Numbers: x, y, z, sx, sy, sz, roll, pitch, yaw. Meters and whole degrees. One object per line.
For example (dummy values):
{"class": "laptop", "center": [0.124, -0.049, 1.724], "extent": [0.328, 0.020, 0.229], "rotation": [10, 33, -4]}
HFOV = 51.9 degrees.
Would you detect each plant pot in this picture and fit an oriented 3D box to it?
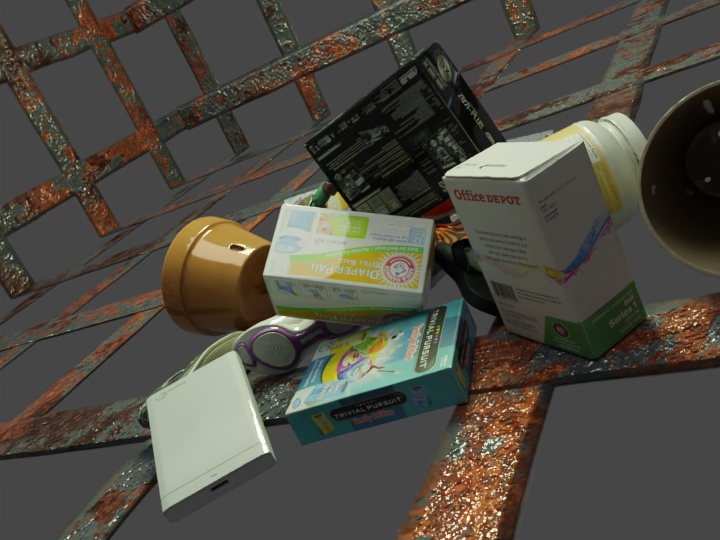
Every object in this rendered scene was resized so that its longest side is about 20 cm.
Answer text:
{"class": "plant pot", "center": [0.391, -0.107, 0.771], "extent": [0.186, 0.189, 0.200], "rotation": [-17, 6, 26]}
{"class": "plant pot", "center": [-0.207, 0.018, 1.222], "extent": [0.139, 0.202, 0.200], "rotation": [9, 36, 34]}

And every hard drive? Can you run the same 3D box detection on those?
{"class": "hard drive", "center": [-0.184, 0.188, 0.881], "extent": [0.131, 0.027, 0.200], "rotation": [-29, 34, -5]}

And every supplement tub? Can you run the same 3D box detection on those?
{"class": "supplement tub", "center": [0.259, -0.100, 0.943], "extent": [0.199, 0.146, 0.146], "rotation": [-26, 18, 2]}

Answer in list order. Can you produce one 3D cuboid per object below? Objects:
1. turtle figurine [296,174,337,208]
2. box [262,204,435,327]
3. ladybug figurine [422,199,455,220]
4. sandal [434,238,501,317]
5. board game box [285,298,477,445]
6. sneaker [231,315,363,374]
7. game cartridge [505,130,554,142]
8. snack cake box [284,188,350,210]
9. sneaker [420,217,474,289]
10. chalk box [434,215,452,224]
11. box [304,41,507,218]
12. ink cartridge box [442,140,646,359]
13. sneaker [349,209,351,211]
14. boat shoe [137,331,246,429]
{"class": "turtle figurine", "center": [-0.065, -0.085, 1.226], "extent": [0.202, 0.100, 0.150], "rotation": [-68, 22, 8]}
{"class": "box", "center": [-0.009, -0.002, 0.937], "extent": [0.198, 0.102, 0.113], "rotation": [6, 59, 8]}
{"class": "ladybug figurine", "center": [0.085, -0.144, 1.121], "extent": [0.198, 0.137, 0.072], "rotation": [-7, -13, -19]}
{"class": "sandal", "center": [0.149, -0.003, 0.942], "extent": [0.201, 0.075, 0.048], "rotation": [-116, 46, -65]}
{"class": "board game box", "center": [0.028, 0.113, 0.844], "extent": [0.198, 0.047, 0.151], "rotation": [-20, 20, 21]}
{"class": "sneaker", "center": [-0.083, 0.088, 1.048], "extent": [0.198, 0.076, 0.100], "rotation": [-20, 9, 0]}
{"class": "game cartridge", "center": [0.233, -0.142, 1.116], "extent": [0.128, 0.039, 0.201], "rotation": [-7, 37, 17]}
{"class": "snack cake box", "center": [-0.036, -0.119, 1.434], "extent": [0.199, 0.068, 0.115], "rotation": [-14, -14, 33]}
{"class": "sneaker", "center": [0.102, -0.052, 1.079], "extent": [0.077, 0.113, 0.200], "rotation": [-5, 28, 47]}
{"class": "chalk box", "center": [0.068, -0.102, 1.240], "extent": [0.124, 0.125, 0.200], "rotation": [-29, 18, -5]}
{"class": "box", "center": [0.057, -0.158, 0.938], "extent": [0.199, 0.164, 0.086], "rotation": [-31, 12, 37]}
{"class": "ink cartridge box", "center": [0.185, -0.027, 0.759], "extent": [0.084, 0.201, 0.145], "rotation": [-33, 20, -18]}
{"class": "sneaker", "center": [0.000, 0.000, 1.094], "extent": [0.078, 0.116, 0.201], "rotation": [2, 34, 20]}
{"class": "boat shoe", "center": [-0.229, 0.153, 1.046], "extent": [0.067, 0.072, 0.200], "rotation": [-3, 31, 42]}
